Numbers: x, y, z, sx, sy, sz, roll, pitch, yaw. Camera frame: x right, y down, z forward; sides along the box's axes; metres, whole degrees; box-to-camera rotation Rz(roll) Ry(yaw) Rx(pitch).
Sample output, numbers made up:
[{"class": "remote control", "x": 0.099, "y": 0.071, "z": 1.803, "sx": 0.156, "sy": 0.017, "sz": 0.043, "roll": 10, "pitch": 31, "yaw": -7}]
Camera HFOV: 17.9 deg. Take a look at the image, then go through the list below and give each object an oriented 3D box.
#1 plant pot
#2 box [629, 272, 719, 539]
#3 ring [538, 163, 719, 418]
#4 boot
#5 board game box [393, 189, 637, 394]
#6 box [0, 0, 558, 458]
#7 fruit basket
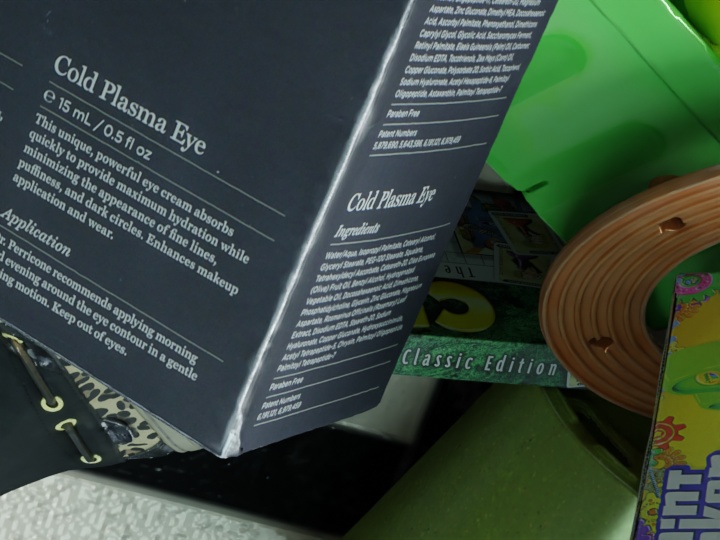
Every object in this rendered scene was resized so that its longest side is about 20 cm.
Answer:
[{"class": "plant pot", "x": 0.070, "y": 0.130, "z": 0.882, "sx": 0.200, "sy": 0.200, "sz": 0.190, "roll": 25, "pitch": 117, "yaw": -15}, {"class": "box", "x": 0.148, "y": 0.134, "z": 0.684, "sx": 0.122, "sy": 0.200, "sz": 0.193, "roll": 0, "pitch": 124, "yaw": 15}, {"class": "ring", "x": 0.159, "y": 0.007, "z": 0.755, "sx": 0.200, "sy": 0.019, "sz": 0.201, "roll": 1, "pitch": 151, "yaw": 0}, {"class": "boot", "x": -0.160, "y": 0.029, "z": 0.875, "sx": 0.153, "sy": 0.074, "sz": 0.204, "roll": -22, "pitch": 137, "yaw": 16}, {"class": "board game box", "x": 0.000, "y": 0.000, "z": 0.834, "sx": 0.199, "sy": 0.105, "sz": 0.024, "roll": 5, "pitch": 126, "yaw": -16}, {"class": "box", "x": -0.060, "y": -0.077, "z": 0.682, "sx": 0.200, "sy": 0.104, "sz": 0.183, "roll": 31, "pitch": 108, "yaw": 21}, {"class": "fruit basket", "x": 0.128, "y": -0.095, "z": 0.756, "sx": 0.215, "sy": 0.156, "sz": 0.216, "roll": 0, "pitch": 128, "yaw": 0}]
